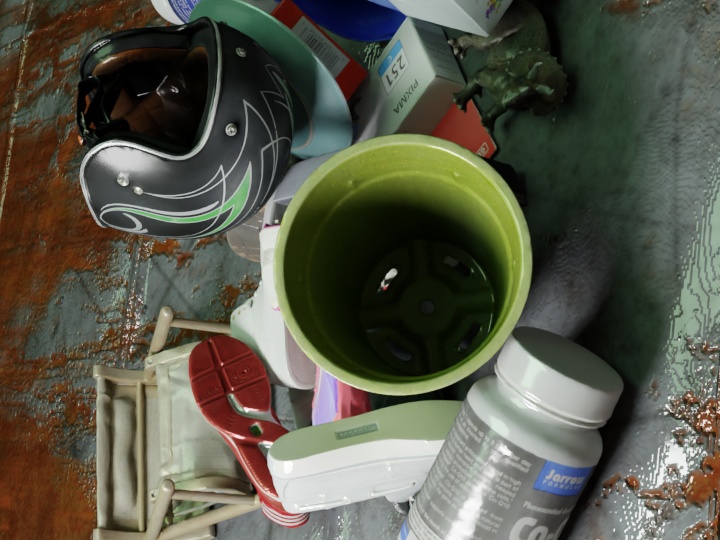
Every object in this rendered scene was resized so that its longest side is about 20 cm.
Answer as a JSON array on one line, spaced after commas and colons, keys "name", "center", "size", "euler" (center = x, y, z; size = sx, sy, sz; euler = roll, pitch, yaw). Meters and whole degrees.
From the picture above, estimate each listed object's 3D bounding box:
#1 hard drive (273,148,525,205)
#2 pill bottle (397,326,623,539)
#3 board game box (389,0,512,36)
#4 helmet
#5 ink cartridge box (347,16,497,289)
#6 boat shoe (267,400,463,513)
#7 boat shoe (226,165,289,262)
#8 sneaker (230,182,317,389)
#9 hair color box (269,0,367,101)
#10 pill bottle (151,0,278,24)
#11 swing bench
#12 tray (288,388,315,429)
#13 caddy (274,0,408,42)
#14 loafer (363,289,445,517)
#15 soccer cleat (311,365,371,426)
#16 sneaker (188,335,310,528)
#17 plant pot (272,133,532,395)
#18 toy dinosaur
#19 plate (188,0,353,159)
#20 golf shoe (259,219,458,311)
[{"name": "hard drive", "center": [0.032, -0.075, 1.391], "size": [0.199, 0.134, 0.043], "euler": [-6, 76, 46]}, {"name": "pill bottle", "center": [0.117, 0.152, 1.220], "size": [0.114, 0.113, 0.201], "euler": [47, 118, 51]}, {"name": "board game box", "center": [0.110, -0.312, 1.386], "size": [0.201, 0.064, 0.147], "euler": [-56, 34, -4]}, {"name": "helmet", "center": [-0.153, -0.125, 1.422], "size": [0.200, 0.188, 0.202], "euler": [172, 90, -90]}, {"name": "ink cartridge box", "center": [0.033, -0.108, 1.498], "size": [0.201, 0.044, 0.177], "euler": [-53, 39, 31]}, {"name": "boat shoe", "center": [0.024, 0.162, 1.327], "size": [0.072, 0.198, 0.069], "euler": [-114, 12, -65]}, {"name": "boat shoe", "center": [-0.105, -0.085, 1.605], "size": [0.201, 0.075, 0.072], "euler": [93, -163, -61]}, {"name": "sneaker", "center": [-0.089, 0.015, 1.553], "size": [0.115, 0.073, 0.202], "euler": [-5, 85, 54]}, {"name": "hair color box", "center": [-0.085, -0.181, 1.590], "size": [0.064, 0.111, 0.200], "euler": [-52, 9, -24]}, {"name": "pill bottle", "center": [-0.157, -0.330, 1.789], "size": [0.199, 0.119, 0.121], "euler": [4, 82, 56]}, {"name": "swing bench", "center": [-0.189, 0.170, 1.661], "size": [0.200, 0.129, 0.201], "euler": [-37, 50, 51]}, {"name": "tray", "center": [-0.049, 0.048, 1.584], "size": [0.107, 0.022, 0.202], "euler": [-34, 52, 45]}, {"name": "caddy", "center": [-0.015, -0.302, 1.510], "size": [0.142, 0.199, 0.106], "euler": [-48, 26, 39]}, {"name": "loafer", "center": [0.041, 0.120, 1.402], "size": [0.072, 0.072, 0.202], "euler": [80, -177, -74]}, {"name": "soccer cleat", "center": [-0.021, 0.100, 1.485], "size": [0.076, 0.066, 0.202], "euler": [-24, 63, 42]}, {"name": "sneaker", "center": [-0.107, 0.166, 1.528], "size": [0.116, 0.078, 0.201], "euler": [90, 156, -52]}, {"name": "plant pot", "center": [0.044, 0.014, 1.284], "size": [0.190, 0.198, 0.202], "euler": [58, -143, -75]}, {"name": "toy dinosaur", "center": [0.130, -0.185, 1.372], "size": [0.102, 0.077, 0.201], "euler": [-29, 39, 27]}, {"name": "plate", "center": [-0.093, -0.173, 1.510], "size": [0.026, 0.201, 0.199], "euler": [-49, 25, -25]}, {"name": "golf shoe", "center": [0.000, 0.000, 1.441], "size": [0.198, 0.075, 0.093], "euler": [0, 82, 25]}]
